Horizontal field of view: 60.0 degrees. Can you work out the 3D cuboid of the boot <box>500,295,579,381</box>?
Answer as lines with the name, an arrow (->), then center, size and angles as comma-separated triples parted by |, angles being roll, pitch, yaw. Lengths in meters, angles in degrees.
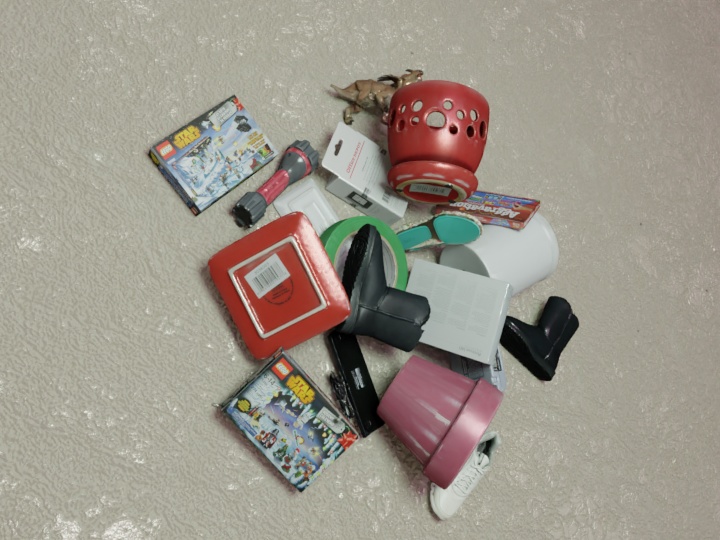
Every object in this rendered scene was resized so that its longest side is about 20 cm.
boot -> 0.391, 0.119, 1.376 | 0.200, 0.076, 0.169 | 44, 64, -19

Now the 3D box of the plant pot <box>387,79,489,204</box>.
plant pot -> 0.143, -0.234, 1.200 | 0.197, 0.199, 0.187 | 12, 79, -25

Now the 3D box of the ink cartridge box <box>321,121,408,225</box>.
ink cartridge box -> 0.008, -0.193, 1.260 | 0.198, 0.066, 0.118 | 30, 64, -19

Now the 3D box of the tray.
tray -> -0.074, -0.075, 1.210 | 0.107, 0.022, 0.202 | -37, 95, -32

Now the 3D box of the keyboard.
keyboard -> -0.022, 0.208, 1.161 | 0.103, 0.039, 0.204 | -13, 81, -54

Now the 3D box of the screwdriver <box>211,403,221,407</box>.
screwdriver -> -0.160, 0.260, 1.068 | 0.196, 0.028, 0.029 | 18, 39, -22

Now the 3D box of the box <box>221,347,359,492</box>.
box -> -0.115, 0.249, 1.040 | 0.137, 0.040, 0.201 | -42, 103, -3

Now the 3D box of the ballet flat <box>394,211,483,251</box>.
ballet flat -> 0.156, -0.086, 1.248 | 0.064, 0.196, 0.077 | -48, 125, -50

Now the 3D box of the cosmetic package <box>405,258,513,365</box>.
cosmetic package -> 0.176, 0.077, 1.191 | 0.052, 0.197, 0.154 | 28, 79, -62

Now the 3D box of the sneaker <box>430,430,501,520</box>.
sneaker -> 0.203, 0.385, 1.201 | 0.075, 0.081, 0.201 | 45, 62, -12

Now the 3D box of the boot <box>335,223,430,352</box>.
boot -> 0.051, 0.035, 1.136 | 0.165, 0.076, 0.205 | 15, 85, -26

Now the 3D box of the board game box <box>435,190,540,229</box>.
board game box -> 0.267, -0.134, 1.318 | 0.103, 0.197, 0.020 | -45, 137, -41

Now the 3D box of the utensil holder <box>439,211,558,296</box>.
utensil holder -> 0.287, -0.021, 1.311 | 0.197, 0.169, 0.173 | -25, 88, -28

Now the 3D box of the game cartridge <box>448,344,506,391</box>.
game cartridge -> 0.222, 0.149, 1.243 | 0.040, 0.133, 0.205 | 0, 74, -31

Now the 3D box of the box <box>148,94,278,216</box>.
box -> -0.263, -0.212, 1.133 | 0.200, 0.040, 0.138 | -42, 99, -31

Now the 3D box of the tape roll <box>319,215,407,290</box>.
tape roll -> 0.000, 0.000, 1.192 | 0.197, 0.048, 0.206 | 3, 84, -34

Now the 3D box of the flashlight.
flashlight -> -0.155, -0.164, 1.159 | 0.201, 0.067, 0.069 | -51, 135, -34

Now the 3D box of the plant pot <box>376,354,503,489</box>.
plant pot -> 0.134, 0.258, 1.133 | 0.177, 0.201, 0.201 | 32, 60, 14

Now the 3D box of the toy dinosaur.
toy dinosaur -> 0.029, -0.375, 1.319 | 0.195, 0.086, 0.138 | 8, 61, -9

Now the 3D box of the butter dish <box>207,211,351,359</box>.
butter dish -> -0.130, 0.019, 1.090 | 0.197, 0.148, 0.203 | -26, 95, 10
